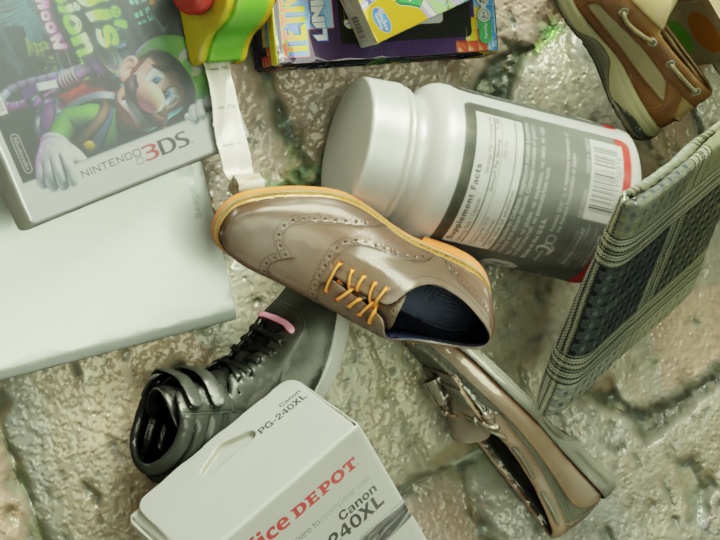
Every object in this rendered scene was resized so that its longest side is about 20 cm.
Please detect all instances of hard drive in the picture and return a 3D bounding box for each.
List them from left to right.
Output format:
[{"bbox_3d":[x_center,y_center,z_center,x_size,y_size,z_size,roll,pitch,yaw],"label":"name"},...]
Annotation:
[{"bbox_3d":[-0.192,-0.007,1.381,0.200,0.026,0.132,-14,96,-19],"label":"hard drive"}]

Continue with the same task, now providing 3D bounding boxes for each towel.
[{"bbox_3d":[0.197,-0.015,1.432,0.035,0.193,0.200,33,40,21],"label":"towel"}]

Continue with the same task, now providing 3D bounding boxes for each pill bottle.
[{"bbox_3d":[0.081,-0.064,1.434,0.200,0.114,0.114,12,86,-20],"label":"pill bottle"}]

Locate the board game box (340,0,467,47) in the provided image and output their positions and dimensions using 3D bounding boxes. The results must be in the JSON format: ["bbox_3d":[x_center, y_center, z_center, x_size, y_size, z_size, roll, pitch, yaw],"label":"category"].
[{"bbox_3d":[0.022,-0.268,1.392,0.134,0.034,0.200,-28,100,-17],"label":"board game box"}]

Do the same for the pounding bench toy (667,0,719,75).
[{"bbox_3d":[0.293,-0.236,1.488,0.200,0.156,0.124,-36,102,-17],"label":"pounding bench toy"}]

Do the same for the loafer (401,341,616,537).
[{"bbox_3d":[0.096,0.112,1.469,0.200,0.072,0.063,42,84,-19],"label":"loafer"}]

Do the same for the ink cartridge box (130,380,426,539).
[{"bbox_3d":[-0.037,0.195,1.374,0.145,0.083,0.200,-40,127,-14],"label":"ink cartridge box"}]

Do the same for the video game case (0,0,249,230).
[{"bbox_3d":[-0.181,-0.148,1.347,0.182,0.023,0.200,-25,93,-37],"label":"video game case"}]

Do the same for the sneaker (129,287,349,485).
[{"bbox_3d":[-0.081,0.069,1.386,0.099,0.071,0.200,31,83,-40],"label":"sneaker"}]

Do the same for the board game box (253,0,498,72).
[{"bbox_3d":[0.004,-0.242,1.434,0.165,0.057,0.201,-5,93,-18],"label":"board game box"}]

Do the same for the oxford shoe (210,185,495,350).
[{"bbox_3d":[0.000,0.000,1.354,0.200,0.073,0.071,16,114,-17],"label":"oxford shoe"}]

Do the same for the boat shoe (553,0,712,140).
[{"bbox_3d":[0.180,-0.183,1.430,0.074,0.076,0.200,-24,124,16],"label":"boat shoe"}]

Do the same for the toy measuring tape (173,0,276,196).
[{"bbox_3d":[-0.080,-0.152,1.362,0.073,0.074,0.200,-9,84,-20],"label":"toy measuring tape"}]
